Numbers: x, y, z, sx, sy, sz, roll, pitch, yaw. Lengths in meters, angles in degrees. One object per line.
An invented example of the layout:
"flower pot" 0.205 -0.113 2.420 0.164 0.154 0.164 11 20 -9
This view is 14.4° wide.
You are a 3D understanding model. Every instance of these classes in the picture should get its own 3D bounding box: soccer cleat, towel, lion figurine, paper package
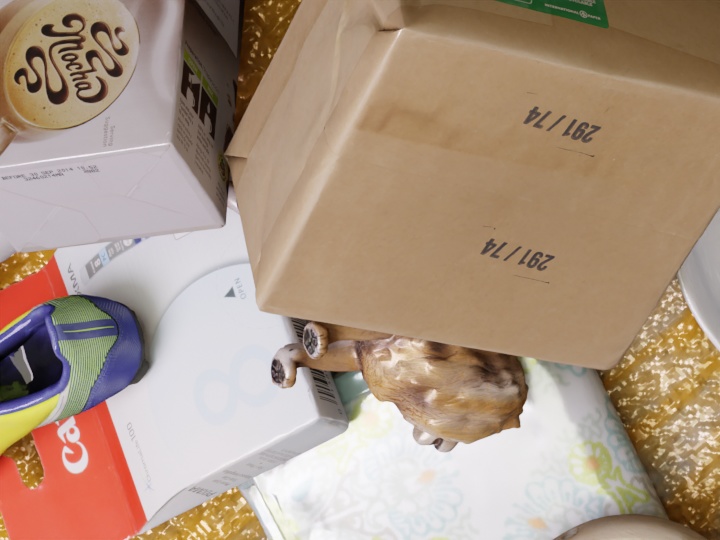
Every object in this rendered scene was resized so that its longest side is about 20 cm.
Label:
"soccer cleat" -0.197 0.066 1.452 0.200 0.084 0.065 -30 70 32
"towel" 0.044 0.116 1.466 0.200 0.048 0.172 -26 94 15
"lion figurine" 0.000 0.000 1.401 0.072 0.122 0.200 -51 55 48
"paper package" 0.063 -0.062 1.310 0.199 0.104 0.191 10 132 -23

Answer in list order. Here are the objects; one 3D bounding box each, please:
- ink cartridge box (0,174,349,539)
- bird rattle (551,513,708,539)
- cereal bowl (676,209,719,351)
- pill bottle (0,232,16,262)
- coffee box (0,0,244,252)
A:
"ink cartridge box" -0.122 0.049 1.466 0.200 0.047 0.160 -27 71 14
"bird rattle" 0.145 0.197 1.402 0.200 0.113 0.163 -26 105 12
"cereal bowl" 0.251 -0.029 1.378 0.199 0.083 0.201 2 99 12
"pill bottle" -0.270 -0.002 1.485 0.200 0.111 0.112 -30 91 15
"coffee box" -0.121 -0.118 1.396 0.113 0.080 0.201 -6 59 17
